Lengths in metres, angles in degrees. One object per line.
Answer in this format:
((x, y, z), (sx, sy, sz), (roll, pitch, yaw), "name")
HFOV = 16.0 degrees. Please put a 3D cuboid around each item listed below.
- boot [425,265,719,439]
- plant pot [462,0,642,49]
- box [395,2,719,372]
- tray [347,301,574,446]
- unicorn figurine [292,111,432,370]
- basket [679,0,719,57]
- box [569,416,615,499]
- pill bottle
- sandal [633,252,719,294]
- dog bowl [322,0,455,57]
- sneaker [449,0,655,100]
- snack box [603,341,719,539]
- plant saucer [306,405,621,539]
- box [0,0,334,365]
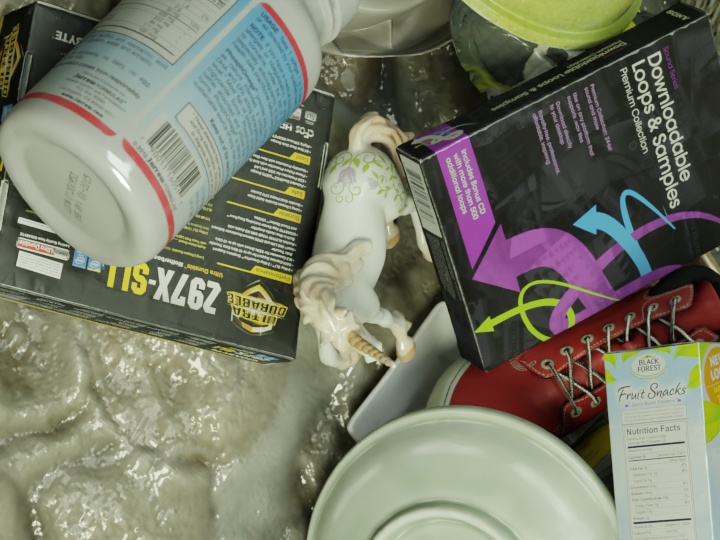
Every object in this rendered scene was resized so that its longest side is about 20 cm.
((0.134, 0.055, 1.493), (0.200, 0.144, 0.073), (-33, 98, -48), "boot")
((0.139, -0.257, 1.444), (0.200, 0.184, 0.201), (21, 51, -29), "plant pot")
((0.129, -0.048, 1.476), (0.199, 0.036, 0.144), (-29, 118, -18), "box")
((0.079, 0.125, 1.552), (0.200, 0.022, 0.108), (48, 61, -18), "tray")
((0.000, 0.000, 1.455), (0.137, 0.073, 0.201), (54, 28, -57), "unicorn figurine")
((0.322, -0.139, 1.658), (0.200, 0.161, 0.199), (45, 63, -18), "basket")
((0.131, 0.179, 1.516), (0.200, 0.048, 0.117), (-43, 111, -1), "box")
((-0.091, -0.103, 1.368), (0.109, 0.109, 0.200), (51, 61, -16), "pill bottle")
((0.156, -0.022, 1.595), (0.069, 0.078, 0.212), (-29, 91, -26), "sandal")
((-0.007, -0.219, 1.523), (0.199, 0.059, 0.201), (5, 80, -32), "dog bowl")
((0.137, -0.127, 1.543), (0.200, 0.074, 0.085), (31, 54, -25), "sneaker")
((0.211, 0.142, 1.440), (0.168, 0.067, 0.201), (3, 80, -54), "snack box")
((0.055, 0.177, 1.431), (0.050, 0.199, 0.201), (-23, 97, -67), "plant saucer")
((-0.117, -0.046, 1.437), (0.199, 0.049, 0.161), (15, 78, -30), "box")
